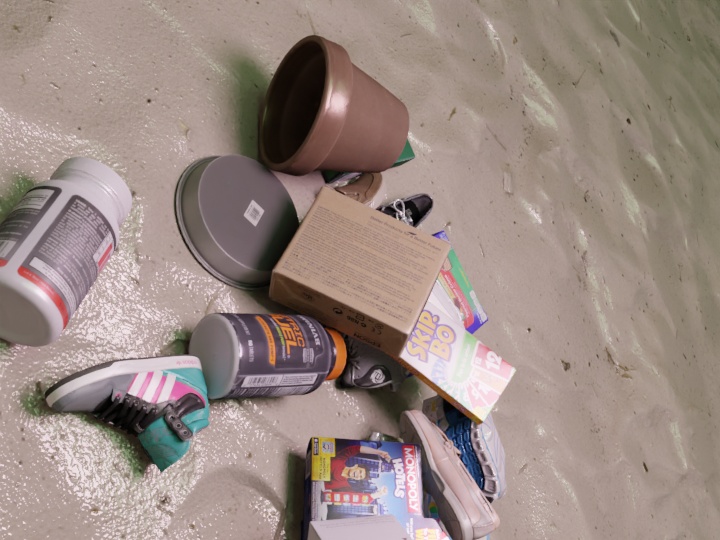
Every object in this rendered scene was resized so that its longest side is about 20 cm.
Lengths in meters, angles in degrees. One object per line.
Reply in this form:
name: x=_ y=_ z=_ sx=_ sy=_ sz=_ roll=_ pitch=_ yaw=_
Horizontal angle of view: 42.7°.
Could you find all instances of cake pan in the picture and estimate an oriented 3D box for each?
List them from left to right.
cake pan: x=-0.160 y=-0.074 z=1.270 sx=0.200 sy=0.037 sz=0.201 roll=24 pitch=54 yaw=-37

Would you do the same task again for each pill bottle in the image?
pill bottle: x=-0.335 y=-0.026 z=1.005 sx=0.116 sy=0.116 sz=0.201 roll=43 pitch=45 yaw=-22
pill bottle: x=-0.111 y=0.108 z=1.175 sx=0.199 sy=0.106 sz=0.107 roll=4 pitch=67 yaw=-46

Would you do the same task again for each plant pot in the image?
plant pot: x=-0.029 y=-0.217 z=1.343 sx=0.174 sy=0.200 sz=0.201 roll=16 pitch=59 yaw=-32

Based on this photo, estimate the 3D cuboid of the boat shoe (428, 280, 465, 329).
boat shoe: x=0.119 y=0.072 z=1.353 sx=0.200 sy=0.072 sz=0.069 roll=51 pitch=44 yaw=-3

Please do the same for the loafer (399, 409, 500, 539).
loafer: x=0.116 y=0.270 z=1.226 sx=0.063 sy=0.072 sz=0.201 roll=-12 pitch=51 yaw=-20

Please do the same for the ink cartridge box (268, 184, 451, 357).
ink cartridge box: x=0.000 y=0.000 z=1.246 sx=0.199 sy=0.075 sz=0.165 roll=25 pitch=56 yaw=6

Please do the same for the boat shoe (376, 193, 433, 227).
boat shoe: x=0.054 y=-0.074 z=1.467 sx=0.199 sy=0.068 sz=0.074 roll=-27 pitch=90 yaw=-49

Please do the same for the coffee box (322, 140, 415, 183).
coffee box: x=-0.002 y=-0.216 z=1.503 sx=0.200 sy=0.044 sz=0.124 roll=-23 pitch=86 yaw=-49

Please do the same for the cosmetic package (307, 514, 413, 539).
cosmetic package: x=-0.007 y=0.391 z=1.060 sx=0.112 sy=0.081 sz=0.201 roll=3 pitch=102 yaw=-22

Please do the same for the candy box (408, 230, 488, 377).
candy box: x=0.093 y=0.051 z=1.437 sx=0.200 sy=0.077 sz=0.170 roll=-32 pitch=96 yaw=-48

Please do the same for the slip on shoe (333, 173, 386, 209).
slip on shoe: x=-0.024 y=-0.103 z=1.400 sx=0.061 sy=0.076 sz=0.200 roll=57 pitch=47 yaw=-24

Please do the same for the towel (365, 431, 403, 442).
towel: x=0.073 y=0.338 z=1.290 sx=0.171 sy=0.048 sz=0.201 roll=20 pitch=56 yaw=-37

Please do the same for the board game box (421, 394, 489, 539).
board game box: x=0.135 y=0.298 z=1.317 sx=0.134 sy=0.034 sz=0.201 roll=36 pitch=47 yaw=-30

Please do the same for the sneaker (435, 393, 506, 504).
sneaker: x=0.165 y=0.236 z=1.314 sx=0.087 sy=0.075 sz=0.201 roll=17 pitch=60 yaw=-57

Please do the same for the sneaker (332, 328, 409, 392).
sneaker: x=-0.015 y=0.104 z=1.305 sx=0.199 sy=0.075 sz=0.116 roll=33 pitch=83 yaw=1

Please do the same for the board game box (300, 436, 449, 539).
board game box: x=0.026 y=0.324 z=1.176 sx=0.199 sy=0.062 sz=0.201 roll=8 pitch=61 yaw=-14

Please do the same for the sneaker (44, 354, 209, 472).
sneaker: x=-0.246 y=0.167 z=1.028 sx=0.199 sy=0.084 sz=0.121 roll=-3 pitch=63 yaw=-48

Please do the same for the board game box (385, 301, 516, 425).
board game box: x=0.112 y=0.114 z=1.274 sx=0.200 sy=0.030 sz=0.096 roll=37 pitch=64 yaw=4
